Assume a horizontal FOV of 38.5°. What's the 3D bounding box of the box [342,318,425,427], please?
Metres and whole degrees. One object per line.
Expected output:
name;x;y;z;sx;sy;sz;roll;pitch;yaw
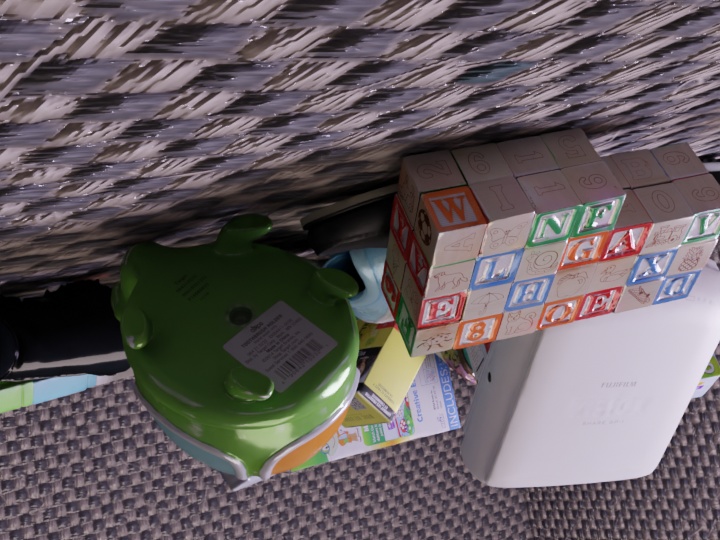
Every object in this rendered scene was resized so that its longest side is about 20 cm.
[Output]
box;0.034;0.056;0.998;0.075;0.050;0.201;-16;-145;51

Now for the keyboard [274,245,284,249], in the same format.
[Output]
keyboard;-0.126;0.008;0.919;0.126;0.021;0.199;-9;175;-35

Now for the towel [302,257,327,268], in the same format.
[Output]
towel;-0.093;0.018;0.870;0.145;0.024;0.200;-14;174;11

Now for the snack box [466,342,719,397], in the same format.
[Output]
snack box;0.193;0.053;0.900;0.198;0.144;0.053;-8;153;-12

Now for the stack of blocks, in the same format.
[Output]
stack of blocks;0.119;-0.023;0.624;0.198;0.059;0.116;-11;142;-16

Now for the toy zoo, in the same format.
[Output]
toy zoo;-0.265;0.068;0.854;0.130;0.021;0.199;18;-161;34

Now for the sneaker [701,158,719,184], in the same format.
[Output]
sneaker;0.245;-0.038;0.895;0.198;0.091;0.070;-11;175;-9

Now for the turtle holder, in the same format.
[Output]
turtle holder;-0.090;0.057;0.652;0.183;0.142;0.133;9;137;8

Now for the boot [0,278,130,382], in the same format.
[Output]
boot;-0.229;0.045;0.717;0.167;0.077;0.199;-5;179;-31

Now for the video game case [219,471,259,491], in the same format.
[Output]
video game case;-0.135;0.109;0.933;0.022;0.183;0.200;-31;171;-1

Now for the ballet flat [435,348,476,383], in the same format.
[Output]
ballet flat;0.100;0.044;1.049;0.071;0.069;0.201;-22;-145;29

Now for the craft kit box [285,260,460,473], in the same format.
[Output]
craft kit box;-0.008;0.088;1.066;0.196;0.202;0.048;-9;176;-26

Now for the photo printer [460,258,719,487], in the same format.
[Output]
photo printer;0.174;0.068;0.763;0.164;0.202;0.070;1;-144;-19

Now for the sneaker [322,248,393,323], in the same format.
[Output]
sneaker;0.000;0.000;0.846;0.081;0.075;0.200;-11;163;-15

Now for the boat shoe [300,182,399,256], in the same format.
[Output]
boat shoe;0.060;-0.032;0.683;0.199;0.064;0.074;-9;177;-18
